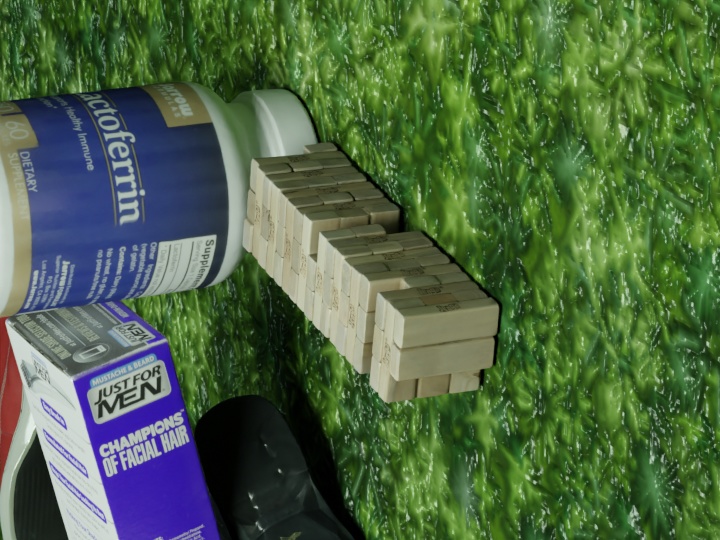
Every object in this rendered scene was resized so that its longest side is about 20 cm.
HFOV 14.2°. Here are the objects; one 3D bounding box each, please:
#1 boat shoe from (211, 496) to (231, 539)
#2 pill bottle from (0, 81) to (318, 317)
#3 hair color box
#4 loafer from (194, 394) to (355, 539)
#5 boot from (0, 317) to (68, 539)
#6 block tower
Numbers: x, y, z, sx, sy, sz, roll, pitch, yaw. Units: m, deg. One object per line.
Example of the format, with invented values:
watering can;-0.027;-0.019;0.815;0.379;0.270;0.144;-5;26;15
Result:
boat shoe;-0.088;0.167;1.730;0.200;0.056;0.069;-124;26;-46
pill bottle;-0.128;-0.042;1.578;0.116;0.199;0.116;31;126;59
hair color box;-0.128;0.120;1.600;0.109;0.065;0.201;33;142;59
loafer;-0.032;0.167;1.607;0.072;0.073;0.201;73;178;-69
boot;-0.229;0.098;2.015;0.144;0.072;0.201;-155;68;-63
block tower;0.000;0.000;1.480;0.200;0.058;0.054;-133;42;-54
